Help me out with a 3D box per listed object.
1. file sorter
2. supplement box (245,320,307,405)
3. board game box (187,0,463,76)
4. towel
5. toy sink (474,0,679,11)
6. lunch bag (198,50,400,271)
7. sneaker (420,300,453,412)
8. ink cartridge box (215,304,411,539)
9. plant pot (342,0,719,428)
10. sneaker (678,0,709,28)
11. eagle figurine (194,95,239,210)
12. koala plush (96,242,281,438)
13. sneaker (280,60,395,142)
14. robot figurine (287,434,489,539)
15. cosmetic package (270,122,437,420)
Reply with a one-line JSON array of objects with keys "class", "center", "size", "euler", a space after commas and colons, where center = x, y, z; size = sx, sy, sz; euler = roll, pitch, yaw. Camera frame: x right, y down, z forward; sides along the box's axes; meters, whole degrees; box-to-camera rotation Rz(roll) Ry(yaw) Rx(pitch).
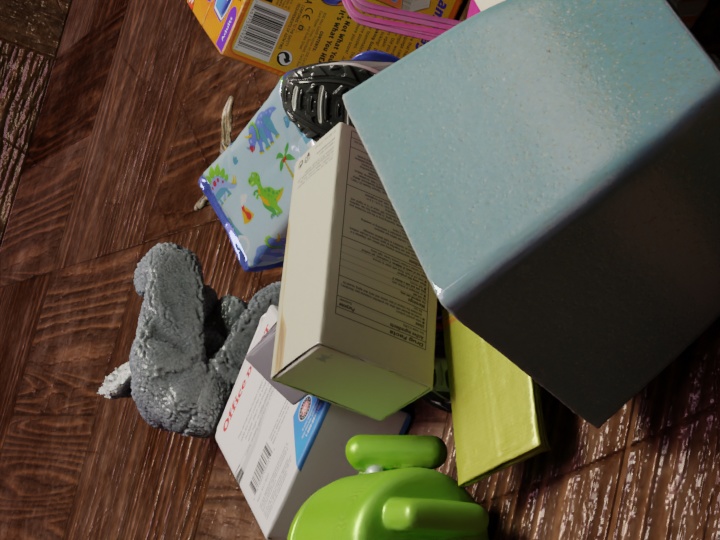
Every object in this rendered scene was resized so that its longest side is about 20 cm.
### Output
[{"class": "file sorter", "center": [0.055, -0.256, 1.227], "size": [0.200, 0.125, 0.139], "euler": [-112, 34, -85]}, {"class": "supplement box", "center": [0.000, 0.012, 1.286], "size": [0.200, 0.061, 0.109], "euler": [-49, 6, -40]}, {"class": "board game box", "center": [-0.027, -0.293, 1.505], "size": [0.200, 0.199, 0.200], "euler": [-65, 24, 16]}, {"class": "towel", "center": [0.094, 0.051, 1.122], "size": [0.086, 0.018, 0.200], "euler": [-34, 48, 42]}, {"class": "toy sink", "center": [0.159, -0.241, 0.994], "size": [0.131, 0.112, 0.200], "euler": [64, 144, 26]}, {"class": "lunch bag", "center": [-0.014, -0.101, 1.365], "size": [0.170, 0.200, 0.128], "euler": [-44, 67, 44]}, {"class": "sneaker", "center": [0.051, 0.058, 1.242], "size": [0.084, 0.081, 0.200], "euler": [-61, 26, -9]}, {"class": "ink cartridge box", "center": [-0.048, 0.139, 1.380], "size": [0.146, 0.084, 0.200], "euler": [-66, 24, 13]}, {"class": "plant pot", "center": [0.144, -0.063, 0.954], "size": [0.200, 0.196, 0.197], "euler": [-38, 47, 15]}, {"class": "sneaker", "center": [0.219, -0.249, 1.112], "size": [0.077, 0.078, 0.200], "euler": [78, -160, -79]}, {"class": "eagle figurine", "center": [-0.087, -0.076, 1.616], "size": [0.200, 0.151, 0.152], "euler": [21, 137, 38]}, {"class": "koala plush", "center": [-0.178, 0.105, 1.571], "size": [0.200, 0.177, 0.184], "euler": [134, 154, -57]}, {"class": "sneaker", "center": [0.035, -0.133, 1.241], "size": [0.079, 0.200, 0.074], "euler": [-95, 10, -67]}, {"class": "robot figurine", "center": [0.017, 0.208, 1.147], "size": [0.200, 0.115, 0.176], "euler": [-24, 63, 60]}, {"class": "cosmetic package", "center": [0.000, 0.000, 1.169], "size": [0.071, 0.105, 0.200], "euler": [-38, 37, 46]}]
